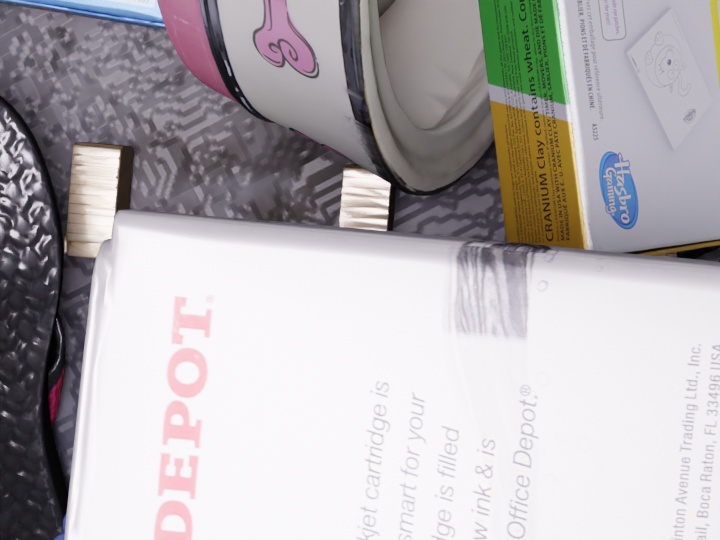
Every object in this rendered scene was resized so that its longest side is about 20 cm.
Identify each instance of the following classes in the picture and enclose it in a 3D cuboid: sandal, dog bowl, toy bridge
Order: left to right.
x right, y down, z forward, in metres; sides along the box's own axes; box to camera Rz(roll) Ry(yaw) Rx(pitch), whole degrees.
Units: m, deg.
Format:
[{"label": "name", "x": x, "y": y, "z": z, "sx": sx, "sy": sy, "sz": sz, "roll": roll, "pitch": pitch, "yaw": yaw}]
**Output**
[{"label": "sandal", "x": -0.125, "y": 0.036, "z": 0.827, "sx": 0.075, "sy": 0.045, "sz": 0.200, "roll": -4, "pitch": 110, "yaw": 0}, {"label": "toy bridge", "x": 0.000, "y": 0.000, "z": 0.827, "sx": 0.200, "sy": 0.027, "sz": 0.067, "roll": 5, "pitch": 93, "yaw": 5}, {"label": "dog bowl", "x": 0.006, "y": -0.126, "z": 0.746, "sx": 0.074, "sy": 0.200, "sz": 0.200, "roll": 14, "pitch": 93, "yaw": 19}]

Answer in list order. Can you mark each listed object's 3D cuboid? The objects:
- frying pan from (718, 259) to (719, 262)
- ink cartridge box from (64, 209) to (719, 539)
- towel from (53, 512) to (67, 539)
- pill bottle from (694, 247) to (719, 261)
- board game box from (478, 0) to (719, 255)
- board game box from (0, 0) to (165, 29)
[{"label": "frying pan", "x": 0.129, "y": -0.064, "z": 0.761, "sx": 0.190, "sy": 0.115, "sz": 0.031, "roll": -35, "pitch": 132, "yaw": -23}, {"label": "ink cartridge box", "x": 0.037, "y": 0.067, "z": 0.590, "sx": 0.200, "sy": 0.084, "sz": 0.146, "roll": 6, "pitch": 92, "yaw": 0}, {"label": "towel", "x": 0.012, "y": 0.142, "z": 0.647, "sx": 0.145, "sy": 0.024, "sz": 0.200, "roll": -14, "pitch": 92, "yaw": 2}, {"label": "pill bottle", "x": 0.176, "y": 0.074, "z": 0.774, "sx": 0.111, "sy": 0.111, "sz": 0.200, "roll": -21, "pitch": 91, "yaw": 5}, {"label": "board game box", "x": 0.126, "y": -0.086, "z": 0.685, "sx": 0.200, "sy": 0.040, "sz": 0.153, "roll": -7, "pitch": 91, "yaw": -25}, {"label": "board game box", "x": -0.082, "y": -0.180, "z": 0.823, "sx": 0.151, "sy": 0.037, "sz": 0.200, "roll": 10, "pitch": 94, "yaw": 5}]
